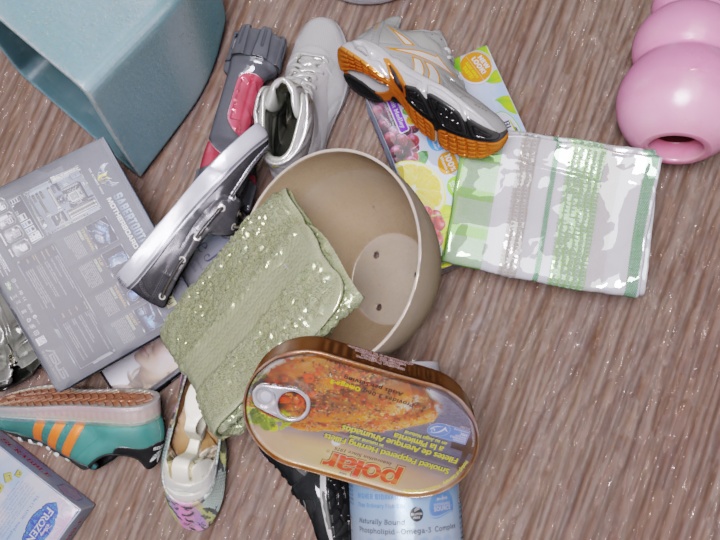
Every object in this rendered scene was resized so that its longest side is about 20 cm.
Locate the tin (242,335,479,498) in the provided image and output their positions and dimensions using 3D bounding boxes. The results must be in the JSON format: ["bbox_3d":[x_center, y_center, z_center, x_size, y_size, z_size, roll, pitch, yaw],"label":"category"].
[{"bbox_3d":[0.001,0.123,0.631,0.198,0.042,0.113,17,107,-3],"label":"tin"}]

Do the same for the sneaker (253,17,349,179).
[{"bbox_3d":[-0.057,-0.190,0.784,0.073,0.116,0.202,9,80,7],"label":"sneaker"}]

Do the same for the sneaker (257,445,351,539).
[{"bbox_3d":[-0.057,0.183,0.759,0.087,0.076,0.202,-14,84,26],"label":"sneaker"}]

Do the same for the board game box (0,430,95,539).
[{"bbox_3d":[-0.412,0.268,0.773,0.199,0.041,0.201,34,85,9],"label":"board game box"}]

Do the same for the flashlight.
[{"bbox_3d":[-0.124,-0.162,0.804,0.067,0.068,0.202,23,74,-31],"label":"flashlight"}]

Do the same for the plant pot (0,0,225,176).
[{"bbox_3d":[-0.251,-0.262,0.775,0.196,0.196,0.200,39,77,9],"label":"plant pot"}]

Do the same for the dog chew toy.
[{"bbox_3d":[0.329,-0.213,0.763,0.123,0.125,0.202,11,74,5],"label":"dog chew toy"}]

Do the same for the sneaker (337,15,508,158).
[{"bbox_3d":[0.073,-0.192,0.740,0.199,0.076,0.092,38,74,21],"label":"sneaker"}]

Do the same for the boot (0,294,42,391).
[{"bbox_3d":[-0.336,0.028,0.791,0.200,0.068,0.131,-41,76,6],"label":"boot"}]

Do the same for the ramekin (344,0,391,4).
[{"bbox_3d":[0.008,-0.394,0.820,0.198,0.098,0.203,-1,80,3],"label":"ramekin"}]

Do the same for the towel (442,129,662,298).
[{"bbox_3d":[0.188,-0.061,0.738,0.198,0.031,0.151,10,81,3],"label":"towel"}]

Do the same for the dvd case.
[{"bbox_3d":[-0.206,0.035,0.807,0.199,0.018,0.143,-36,80,-2],"label":"dvd case"}]

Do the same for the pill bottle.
[{"bbox_3d":[0.041,0.191,0.720,0.107,0.109,0.203,-4,81,3],"label":"pill bottle"}]

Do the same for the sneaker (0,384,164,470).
[{"bbox_3d":[-0.293,0.165,0.766,0.198,0.071,0.081,0,101,16],"label":"sneaker"}]

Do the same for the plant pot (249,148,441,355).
[{"bbox_3d":[0.000,0.000,0.727,0.198,0.134,0.203,-7,77,31],"label":"plant pot"}]

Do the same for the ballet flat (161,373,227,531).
[{"bbox_3d":[-0.164,0.163,0.748,0.068,0.071,0.203,8,87,1],"label":"ballet flat"}]

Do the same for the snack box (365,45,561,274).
[{"bbox_3d":[0.107,-0.115,0.792,0.141,0.053,0.202,-22,80,-2],"label":"snack box"}]

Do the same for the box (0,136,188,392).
[{"bbox_3d":[-0.274,-0.007,0.746,0.157,0.051,0.201,-31,95,-14],"label":"box"}]

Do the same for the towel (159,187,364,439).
[{"bbox_3d":[-0.098,0.038,0.681,0.200,0.036,0.149,-47,60,17],"label":"towel"}]

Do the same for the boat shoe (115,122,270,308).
[{"bbox_3d":[-0.145,-0.048,0.717,0.066,0.070,0.200,41,85,-13],"label":"boat shoe"}]
